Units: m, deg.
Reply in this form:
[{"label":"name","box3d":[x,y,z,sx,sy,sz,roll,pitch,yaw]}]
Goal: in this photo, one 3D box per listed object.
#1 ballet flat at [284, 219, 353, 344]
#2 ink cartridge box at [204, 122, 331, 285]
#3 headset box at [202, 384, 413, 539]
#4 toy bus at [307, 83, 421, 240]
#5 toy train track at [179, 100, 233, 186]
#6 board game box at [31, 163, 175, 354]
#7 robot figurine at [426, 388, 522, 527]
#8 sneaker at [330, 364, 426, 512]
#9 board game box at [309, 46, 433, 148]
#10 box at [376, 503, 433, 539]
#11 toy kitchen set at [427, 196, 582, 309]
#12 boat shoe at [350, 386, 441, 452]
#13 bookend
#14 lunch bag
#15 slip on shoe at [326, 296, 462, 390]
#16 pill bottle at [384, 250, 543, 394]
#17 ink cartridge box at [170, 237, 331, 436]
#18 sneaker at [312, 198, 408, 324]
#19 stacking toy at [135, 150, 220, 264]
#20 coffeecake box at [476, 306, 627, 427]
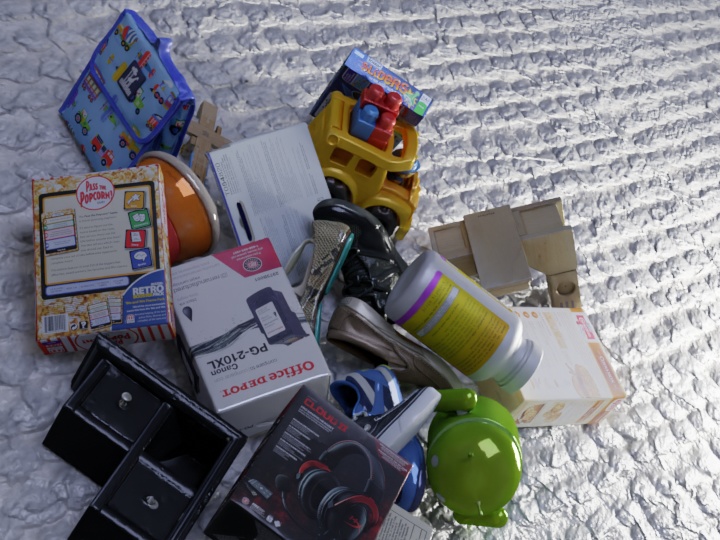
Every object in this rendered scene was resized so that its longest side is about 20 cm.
[{"label":"ballet flat","box3d":[-0.068,0.031,1.676,0.074,0.068,0.202,15,78,3]},{"label":"ink cartridge box","box3d":[-0.114,-0.078,1.734,0.199,0.040,0.202,-23,96,-49]},{"label":"headset box","box3d":[-0.046,0.225,1.362,0.148,0.075,0.200,37,42,-1]},{"label":"toy bus","box3d":[0.018,-0.163,1.863,0.199,0.192,0.137,24,40,-18]},{"label":"toy train track","box3d":[-0.221,-0.144,1.790,0.114,0.032,0.202,27,46,-25]},{"label":"board game box","box3d":[-0.291,-0.015,1.505,0.150,0.046,0.202,-6,67,-2]},{"label":"robot figurine","box3d":[0.137,0.222,1.609,0.200,0.114,0.177,-73,150,-77]},{"label":"sneaker","box3d":[0.020,0.205,1.612,0.081,0.074,0.201,1,47,-29]},{"label":"board game box","box3d":[0.012,-0.236,1.928,0.135,0.200,0.035,33,70,-8]},{"label":"box","box3d":[-0.040,0.301,1.441,0.199,0.109,0.128,33,41,-7]},{"label":"toy kitchen set","box3d":[0.218,0.029,1.916,0.198,0.182,0.164,-13,39,3]},{"label":"boat shoe","box3d":[0.005,0.195,1.541,0.068,0.200,0.072,46,-2,17]},{"label":"bookend","box3d":[-0.252,0.203,1.384,0.199,0.092,0.199,36,40,-2]},{"label":"lunch bag","box3d":[-0.278,-0.216,1.677,0.094,0.200,0.151,-13,60,-44]},{"label":"slip on shoe","box3d":[0.042,0.115,1.708,0.200,0.076,0.061,40,63,-17]},{"label":"pill bottle","box3d":[0.135,0.071,1.705,0.199,0.104,0.105,37,39,-8]},{"label":"ink cartridge box","box3d":[-0.137,0.081,1.559,0.143,0.085,0.201,-18,62,-17]},{"label":"sneaker","box3d":[0.000,0.000,1.748,0.200,0.076,0.115,53,37,-31]},{"label":"stacking toy","box3d":[-0.280,-0.038,1.592,0.146,0.146,0.200,46,58,10]},{"label":"coffeecake box","box3d":[0.252,0.133,1.852,0.198,0.073,0.155,2,51,-36]}]
